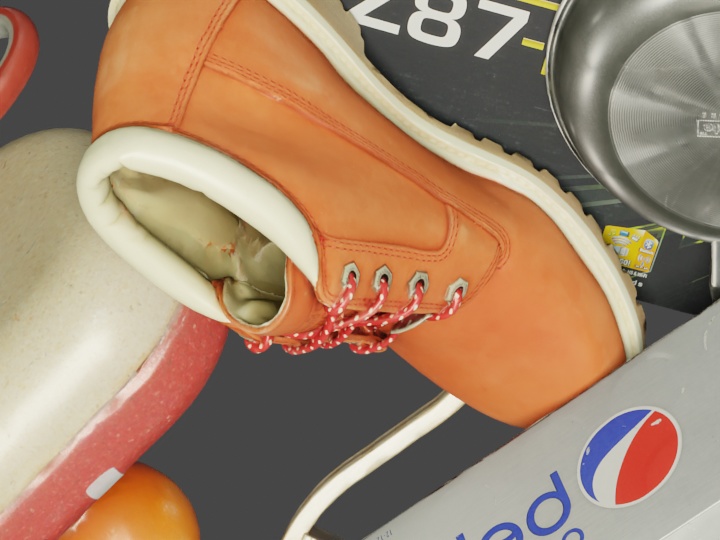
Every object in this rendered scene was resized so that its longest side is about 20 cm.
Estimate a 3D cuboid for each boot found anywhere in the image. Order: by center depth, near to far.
[{"bbox_3d":[0.000,0.000,0.814,0.200,0.107,0.075,38,126,-21],"label":"boot"}]

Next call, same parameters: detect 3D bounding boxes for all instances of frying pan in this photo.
[{"bbox_3d":[0.096,-0.023,0.826,0.115,0.031,0.190,21,129,-5],"label":"frying pan"}]

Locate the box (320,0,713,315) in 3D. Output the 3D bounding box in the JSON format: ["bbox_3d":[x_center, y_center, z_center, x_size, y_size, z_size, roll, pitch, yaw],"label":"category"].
[{"bbox_3d":[0.084,-0.066,0.840,0.199,0.049,0.162,15,130,-1],"label":"box"}]

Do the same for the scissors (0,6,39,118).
[{"bbox_3d":[-0.143,0.002,0.842,0.073,0.014,0.201,-6,57,31],"label":"scissors"}]

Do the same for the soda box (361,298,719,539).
[{"bbox_3d":[0.063,0.090,0.833,0.200,0.068,0.063,-35,130,11],"label":"soda box"}]

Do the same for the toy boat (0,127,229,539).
[{"bbox_3d":[-0.102,0.064,0.872,0.200,0.131,0.131,-45,122,5],"label":"toy boat"}]

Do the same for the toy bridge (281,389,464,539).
[{"bbox_3d":[0.005,0.100,0.906,0.067,0.027,0.200,25,94,0],"label":"toy bridge"}]
